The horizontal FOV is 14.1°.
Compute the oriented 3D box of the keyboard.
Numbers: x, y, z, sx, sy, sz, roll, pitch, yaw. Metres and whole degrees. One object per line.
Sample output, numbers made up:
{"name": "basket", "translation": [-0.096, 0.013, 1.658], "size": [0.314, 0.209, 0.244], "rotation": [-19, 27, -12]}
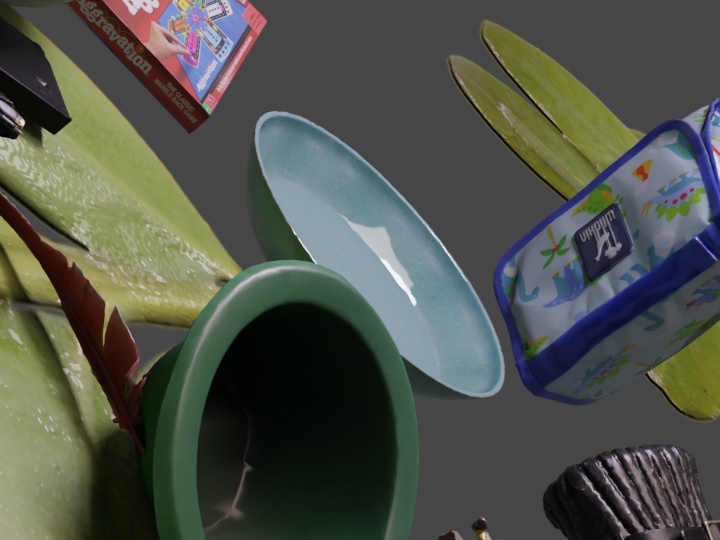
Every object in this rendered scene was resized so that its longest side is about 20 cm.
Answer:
{"name": "keyboard", "translation": [-0.214, -0.122, 1.371], "size": [0.200, 0.021, 0.127], "rotation": [36, 17, -34]}

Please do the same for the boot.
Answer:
{"name": "boot", "translation": [0.201, 0.182, 1.641], "size": [0.211, 0.079, 0.158], "rotation": [23, 32, -53]}

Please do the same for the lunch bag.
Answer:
{"name": "lunch bag", "translation": [0.179, -0.005, 1.810], "size": [0.127, 0.170, 0.200], "rotation": [48, 20, -5]}

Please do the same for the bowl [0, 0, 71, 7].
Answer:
{"name": "bowl", "translation": [-0.161, -0.195, 1.426], "size": [0.200, 0.200, 0.108], "rotation": [32, 54, -42]}

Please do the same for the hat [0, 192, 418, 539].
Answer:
{"name": "hat", "translation": [-0.089, 0.075, 1.280], "size": [0.166, 0.176, 0.200], "rotation": [34, 62, -44]}

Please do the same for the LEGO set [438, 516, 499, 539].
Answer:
{"name": "LEGO set", "translation": [0.047, 0.168, 1.199], "size": [0.200, 0.154, 0.116], "rotation": [4, 65, -56]}

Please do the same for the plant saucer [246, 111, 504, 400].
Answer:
{"name": "plant saucer", "translation": [0.000, 0.000, 1.600], "size": [0.200, 0.036, 0.200], "rotation": [43, 19, -19]}

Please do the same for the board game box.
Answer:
{"name": "board game box", "translation": [-0.109, -0.149, 1.665], "size": [0.103, 0.019, 0.200], "rotation": [45, 19, -10]}
